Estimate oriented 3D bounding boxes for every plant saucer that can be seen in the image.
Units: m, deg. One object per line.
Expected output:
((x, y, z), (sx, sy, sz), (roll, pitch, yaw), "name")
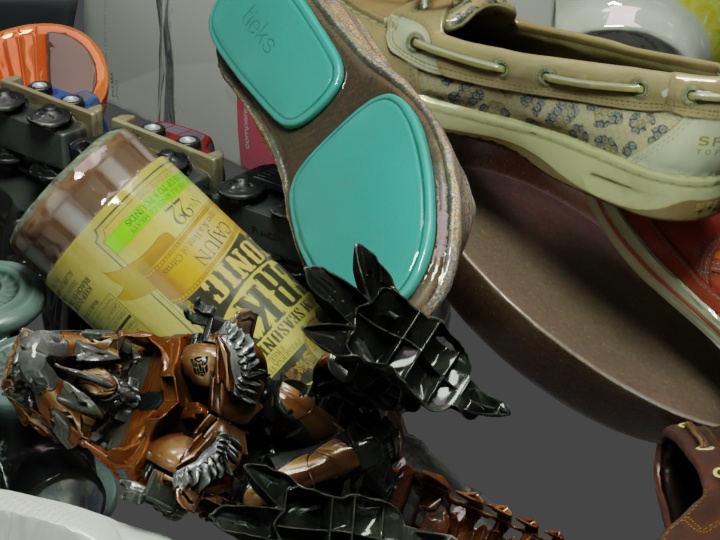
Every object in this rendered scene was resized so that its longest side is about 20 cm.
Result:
((0.094, 0.005, 1.017), (0.200, 0.035, 0.200), (27, 27, -16), "plant saucer")

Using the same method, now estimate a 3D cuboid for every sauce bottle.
((-0.034, 0.035, 0.889), (0.200, 0.065, 0.065), (42, 33, 0), "sauce bottle")

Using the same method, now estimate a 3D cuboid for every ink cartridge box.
((-0.024, -0.108, 1.174), (0.146, 0.083, 0.200), (-12, 24, -32), "ink cartridge box")

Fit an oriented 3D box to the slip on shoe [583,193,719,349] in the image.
((0.163, 0.000, 1.003), (0.074, 0.061, 0.200), (-3, 45, -50), "slip on shoe")

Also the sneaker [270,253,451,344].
((0.000, 0.000, 1.005), (0.075, 0.092, 0.200), (9, 27, 4), "sneaker")

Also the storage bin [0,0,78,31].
((-0.226, -0.152, 1.207), (0.199, 0.146, 0.135), (0, 56, -14), "storage bin")

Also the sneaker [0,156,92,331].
((-0.096, 0.001, 0.999), (0.079, 0.076, 0.200), (-6, 31, -28), "sneaker")

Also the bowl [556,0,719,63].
((0.123, -0.130, 1.206), (0.199, 0.200, 0.108), (7, 52, -1), "bowl")

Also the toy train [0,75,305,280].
((-0.078, -0.041, 0.965), (0.200, 0.034, 0.046), (21, 33, 37), "toy train")

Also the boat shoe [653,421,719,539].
((0.130, 0.112, 0.857), (0.070, 0.071, 0.200), (16, 20, 0), "boat shoe")

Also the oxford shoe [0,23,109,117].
((-0.207, -0.051, 1.093), (0.199, 0.073, 0.072), (-11, 72, -9), "oxford shoe")

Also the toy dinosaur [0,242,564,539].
((-0.014, 0.056, 0.807), (0.199, 0.103, 0.136), (2, -13, -15), "toy dinosaur")

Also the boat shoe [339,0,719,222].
((0.065, -0.085, 0.996), (0.200, 0.063, 0.073), (25, 28, 23), "boat shoe")

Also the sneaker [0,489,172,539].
((-0.049, 0.120, 0.811), (0.199, 0.075, 0.088), (21, 18, 10), "sneaker")

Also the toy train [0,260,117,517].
((-0.165, 0.043, 0.904), (0.114, 0.085, 0.200), (-19, 38, -19), "toy train")

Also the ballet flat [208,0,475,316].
((0.005, -0.039, 0.880), (0.067, 0.068, 0.200), (35, 22, -41), "ballet flat")
